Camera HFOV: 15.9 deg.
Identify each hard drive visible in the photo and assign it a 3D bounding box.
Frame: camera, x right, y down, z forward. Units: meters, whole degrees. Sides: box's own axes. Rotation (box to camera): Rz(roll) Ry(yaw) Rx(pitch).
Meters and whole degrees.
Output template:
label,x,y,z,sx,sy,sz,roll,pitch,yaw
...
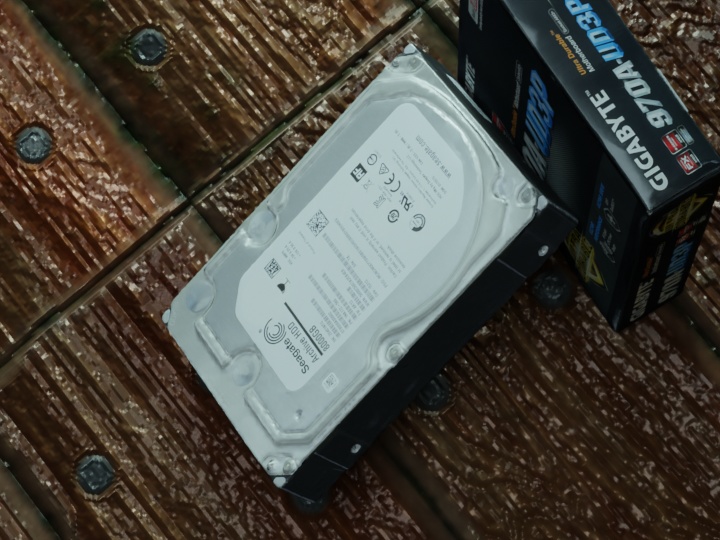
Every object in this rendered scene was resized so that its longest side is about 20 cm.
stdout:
label,x,y,z,sx,sy,sz,roll,pitch,yaw
hard drive,0.000,0.000,1.307,0.200,0.038,0.140,-47,51,12

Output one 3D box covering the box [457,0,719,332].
label,x,y,z,sx,sy,sz,roll,pitch,yaw
box,0.107,-0.070,1.263,0.046,0.200,0.159,-31,75,-8
